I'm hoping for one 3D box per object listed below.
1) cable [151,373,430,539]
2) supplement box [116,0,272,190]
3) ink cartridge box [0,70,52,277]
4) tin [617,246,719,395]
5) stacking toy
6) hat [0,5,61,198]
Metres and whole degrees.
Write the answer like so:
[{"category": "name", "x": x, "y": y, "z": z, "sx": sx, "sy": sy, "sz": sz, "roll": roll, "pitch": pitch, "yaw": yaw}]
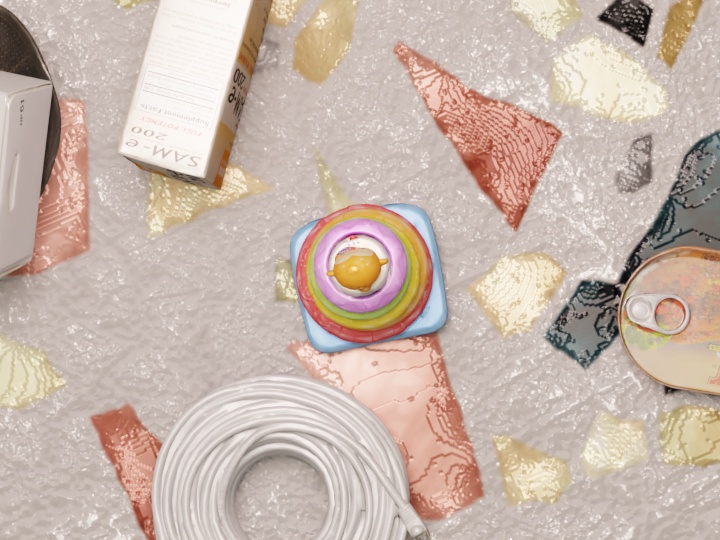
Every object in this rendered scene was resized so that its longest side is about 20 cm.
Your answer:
[{"category": "cable", "x": -0.061, "y": 0.179, "z": 1.612, "sx": 0.200, "sy": 0.069, "sz": 0.200, "roll": -22, "pitch": 86, "yaw": 3}, {"category": "supplement box", "x": -0.120, "y": -0.169, "z": 1.602, "sx": 0.074, "sy": 0.126, "sz": 0.200, "roll": 15, "pitch": 89, "yaw": 2}, {"category": "ink cartridge box", "x": -0.342, "y": -0.086, "z": 1.561, "sx": 0.200, "sy": 0.085, "sz": 0.145, "roll": 13, "pitch": 104, "yaw": 15}, {"category": "tin", "x": 0.298, "y": 0.045, "z": 1.613, "sx": 0.200, "sy": 0.042, "sz": 0.112, "roll": 10, "pitch": 84, "yaw": 4}, {"category": "stacking toy", "x": 0.000, "y": 0.000, "z": 1.550, "sx": 0.116, "sy": 0.200, "sz": 0.110, "roll": -12, "pitch": 87, "yaw": 3}, {"category": "hat", "x": -0.308, "y": -0.120, "z": 1.633, "sx": 0.201, "sy": 0.081, "sz": 0.201, "roll": 3, "pitch": 101, "yaw": 16}]
